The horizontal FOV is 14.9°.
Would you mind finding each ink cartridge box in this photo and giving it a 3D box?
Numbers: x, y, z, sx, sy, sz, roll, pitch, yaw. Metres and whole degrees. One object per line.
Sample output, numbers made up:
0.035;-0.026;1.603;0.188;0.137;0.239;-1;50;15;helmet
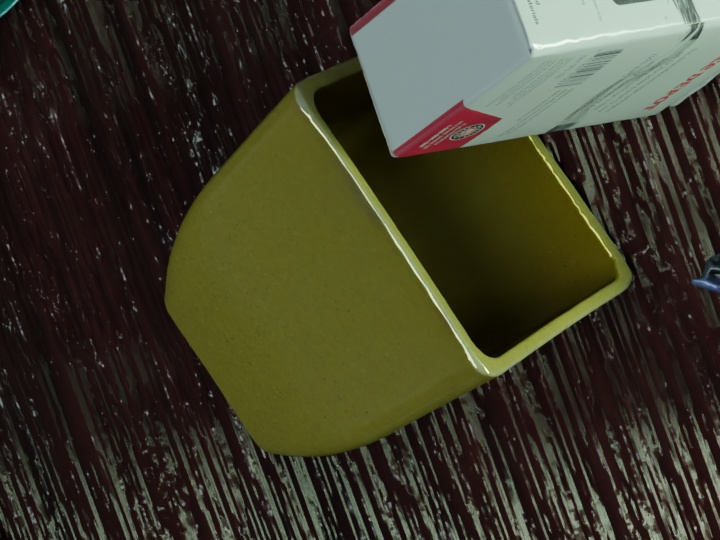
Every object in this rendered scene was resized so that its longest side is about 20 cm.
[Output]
0.118;-0.137;1.511;0.145;0.199;0.084;-36;71;52;ink cartridge box

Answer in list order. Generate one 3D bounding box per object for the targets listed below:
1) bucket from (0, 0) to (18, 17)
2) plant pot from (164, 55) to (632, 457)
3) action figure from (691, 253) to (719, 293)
-0.300;-0.237;1.736;0.206;0.135;0.209;6;104;24;bucket
0.000;0.000;1.629;0.200;0.194;0.196;-36;86;35;plant pot
0.278;-0.003;1.548;0.199;0.105;0.195;8;95;20;action figure
